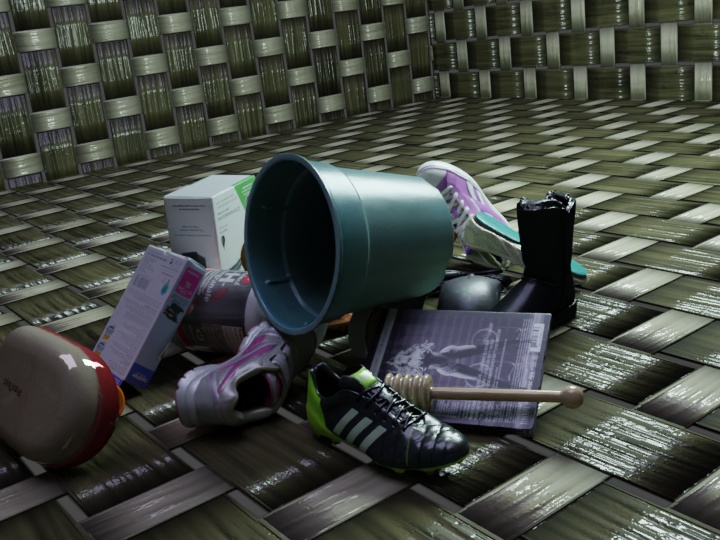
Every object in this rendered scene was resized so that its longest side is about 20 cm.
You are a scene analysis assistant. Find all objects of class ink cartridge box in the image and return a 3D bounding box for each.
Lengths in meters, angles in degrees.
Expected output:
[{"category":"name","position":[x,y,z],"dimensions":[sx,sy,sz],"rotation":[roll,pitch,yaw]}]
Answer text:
[{"category":"ink cartridge box","position":[-0.211,-0.028,1.274],"dimensions":[0.082,0.203,0.147],"rotation":[2,19,19]},{"category":"ink cartridge box","position":[-0.281,0.070,1.101],"dimensions":[0.042,0.202,0.119],"rotation":[36,-13,-37]}]

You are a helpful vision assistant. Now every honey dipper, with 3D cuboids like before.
[{"category":"honey dipper","position":[0.121,0.123,0.853],"dimensions":[0.197,0.039,0.038],"rotation":[-2,18,19]}]

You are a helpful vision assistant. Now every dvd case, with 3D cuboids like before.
[{"category":"dvd case","position":[0.098,0.104,0.919],"dimensions":[0.197,0.016,0.150],"rotation":[1,48,22]}]

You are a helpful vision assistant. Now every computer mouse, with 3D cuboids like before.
[{"category":"computer mouse","position":[0.147,0.028,1.196],"dimensions":[0.136,0.054,0.200],"rotation":[-4,17,8]}]

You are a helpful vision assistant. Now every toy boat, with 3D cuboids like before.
[{"category":"toy boat","position":[-0.321,0.142,0.948],"dimensions":[0.130,0.132,0.199],"rotation":[17,-4,-43]}]

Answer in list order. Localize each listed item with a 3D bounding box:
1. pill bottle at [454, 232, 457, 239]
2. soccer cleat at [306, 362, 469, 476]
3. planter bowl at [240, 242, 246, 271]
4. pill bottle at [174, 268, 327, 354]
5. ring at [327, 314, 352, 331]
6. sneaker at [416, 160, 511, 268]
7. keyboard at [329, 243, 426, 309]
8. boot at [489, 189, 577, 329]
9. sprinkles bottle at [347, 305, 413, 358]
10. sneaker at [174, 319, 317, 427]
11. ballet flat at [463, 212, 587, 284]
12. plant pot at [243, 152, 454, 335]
[{"category":"pill bottle","position":[0.069,-0.052,1.396],"dimensions":[0.198,0.108,0.106],"rotation":[-19,20,-35]},{"category":"soccer cleat","position":[0.017,0.141,0.832],"dimensions":[0.198,0.082,0.067],"rotation":[9,23,42]},{"category":"planter bowl","position":[-0.062,-0.003,1.189],"dimensions":[0.197,0.202,0.084],"rotation":[-11,56,-12]},{"category":"pill bottle","position":[-0.145,0.056,1.121],"dimensions":[0.197,0.112,0.110],"rotation":[3,19,30]},{"category":"ring","position":[-0.049,0.053,1.254],"dimensions":[0.197,0.020,0.201],"rotation":[-7,16,2]},{"category":"sneaker","position":[0.165,-0.085,1.354],"dimensions":[0.073,0.200,0.115],"rotation":[-45,12,33]},{"category":"keyboard","position":[0.000,0.000,1.134],"dimensions":[0.198,0.105,0.040],"rotation":[29,-20,-20]},{"category":"boot","position":[0.206,-0.003,1.071],"dimensions":[0.076,0.171,0.199],"rotation":[10,24,44]},{"category":"sprinkles bottle","position":[0.082,0.082,1.021],"dimensions":[0.198,0.069,0.068],"rotation":[5,20,33]},{"category":"sneaker","position":[-0.109,0.122,0.967],"dimensions":[0.087,0.082,0.199],"rotation":[9,31,38]},{"category":"ballet flat","position":[0.241,-0.018,1.272],"dimensions":[0.199,0.063,0.067],"rotation":[32,27,21]},{"category":"plant pot","position":[-0.007,-0.036,1.013],"dimensions":[0.194,0.204,0.199],"rotation":[-6,12,-38]}]
